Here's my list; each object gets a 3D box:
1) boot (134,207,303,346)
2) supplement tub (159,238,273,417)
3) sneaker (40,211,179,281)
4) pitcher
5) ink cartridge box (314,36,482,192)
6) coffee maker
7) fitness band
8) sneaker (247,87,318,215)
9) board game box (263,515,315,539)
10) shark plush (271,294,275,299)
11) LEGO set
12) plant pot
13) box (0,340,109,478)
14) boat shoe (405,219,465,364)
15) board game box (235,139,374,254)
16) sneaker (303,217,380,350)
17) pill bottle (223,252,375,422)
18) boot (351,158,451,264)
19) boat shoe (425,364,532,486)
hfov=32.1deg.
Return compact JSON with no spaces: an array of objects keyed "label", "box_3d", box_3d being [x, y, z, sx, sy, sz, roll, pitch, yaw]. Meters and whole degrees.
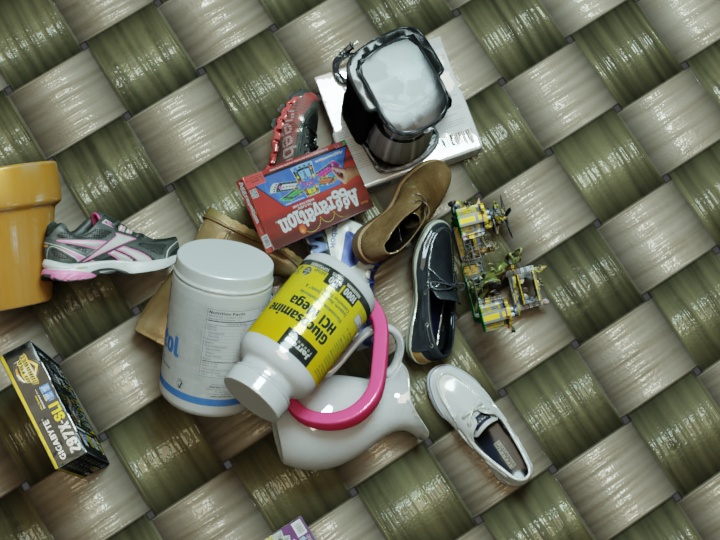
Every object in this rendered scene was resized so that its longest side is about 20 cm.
[{"label":"boot","box_3d":[-0.190,0.036,1.734,0.174,0.066,0.201,26,80,11]},{"label":"supplement tub","box_3d":[-0.187,0.075,1.624,0.131,0.132,0.202,10,112,0]},{"label":"sneaker","box_3d":[-0.332,-0.037,1.681,0.199,0.080,0.087,-8,97,-39]},{"label":"pitcher","box_3d":[-0.023,0.170,1.675,0.198,0.121,0.173,-13,95,-11]},{"label":"ink cartridge box","box_3d":[0.053,-0.221,1.800,0.198,0.045,0.178,-19,80,-6]},{"label":"coffee maker","box_3d":[0.029,-0.241,1.678,0.192,0.200,0.135,37,80,4]},{"label":"fitness band","box_3d":[-0.035,0.110,1.630,0.142,0.038,0.202,1,61,7]},{"label":"sneaker","box_3d":[-0.086,-0.157,1.758,0.097,0.071,0.202,13,79,28]},{"label":"board game box","box_3d":[-0.078,0.445,1.669,0.119,0.032,0.201,-30,80,-12]},{"label":"shark plush","box_3d":[-0.140,0.078,1.688,0.083,0.091,0.201,-12,117,18]},{"label":"LEGO set","box_3d":[0.199,-0.013,1.710,0.115,0.154,0.202,-14,81,-1]},{"label":"plant pot","box_3d":[-0.492,-0.040,1.683,0.198,0.200,0.185,-10,95,-4]},{"label":"box","box_3d":[-0.393,0.184,1.623,0.049,0.200,0.161,-27,81,-9]},{"label":"boat shoe","box_3d":[0.108,0.030,1.729,0.074,0.062,0.202,15,79,-43]},{"label":"board game box","box_3d":[-0.071,-0.101,1.682,0.199,0.019,0.104,-26,94,-43]},{"label":"sneaker","box_3d":[0.000,-0.001,1.735,0.114,0.081,0.201,-22,78,-4]},{"label":"pill bottle","box_3d":[-0.078,0.085,1.563,0.112,0.113,0.201,35,67,5]},{"label":"boot","box_3d":[0.076,-0.082,1.709,0.200,0.075,0.074,-49,112,-30]},{"label":"boat shoe","box_3d":[0.167,0.206,1.706,0.074,0.065,0.200,-42,83,-9]}]
